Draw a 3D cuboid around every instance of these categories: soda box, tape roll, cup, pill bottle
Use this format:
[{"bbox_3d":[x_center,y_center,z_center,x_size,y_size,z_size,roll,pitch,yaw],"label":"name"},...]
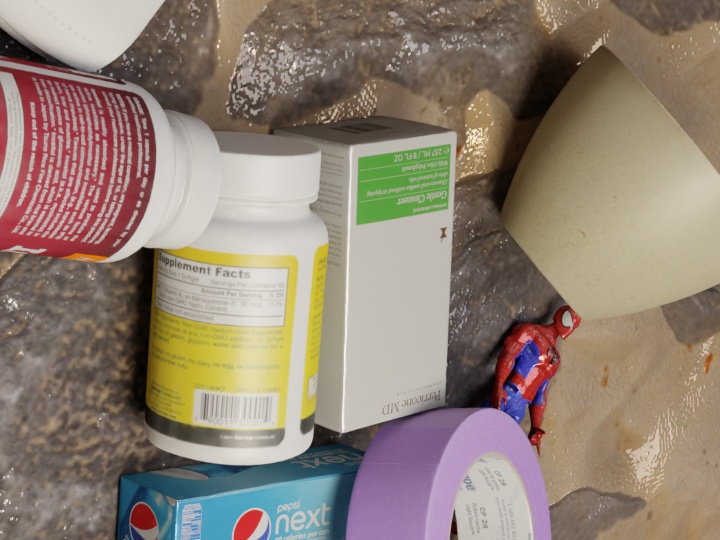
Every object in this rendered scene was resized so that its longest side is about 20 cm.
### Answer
[{"bbox_3d":[-0.069,0.167,1.411,0.199,0.068,0.065,-4,102,-42],"label":"soda box"},{"bbox_3d":[0.066,0.198,1.443,0.200,0.065,0.201,8,81,-59],"label":"tape roll"},{"bbox_3d":[0.190,-0.046,1.524,0.143,0.200,0.200,-40,130,5],"label":"cup"},{"bbox_3d":[-0.184,-0.064,1.211,0.199,0.113,0.114,8,97,-42],"label":"pill bottle"},{"bbox_3d":[-0.079,0.016,1.329,0.114,0.114,0.201,-5,105,-41],"label":"pill bottle"}]

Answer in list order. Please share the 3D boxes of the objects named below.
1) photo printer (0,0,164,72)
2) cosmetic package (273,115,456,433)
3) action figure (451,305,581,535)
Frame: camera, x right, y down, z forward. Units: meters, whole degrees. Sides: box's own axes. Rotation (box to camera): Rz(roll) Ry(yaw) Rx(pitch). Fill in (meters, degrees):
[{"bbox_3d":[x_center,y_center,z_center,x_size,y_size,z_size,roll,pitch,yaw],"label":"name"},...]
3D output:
[{"bbox_3d":[-0.162,-0.231,1.214,0.200,0.069,0.166,-55,131,-16],"label":"photo printer"},{"bbox_3d":[0.000,0.000,1.417,0.107,0.085,0.201,-13,109,-42],"label":"cosmetic package"},{"bbox_3d":[0.113,0.109,1.577,0.065,0.052,0.200,46,69,-35],"label":"action figure"}]
